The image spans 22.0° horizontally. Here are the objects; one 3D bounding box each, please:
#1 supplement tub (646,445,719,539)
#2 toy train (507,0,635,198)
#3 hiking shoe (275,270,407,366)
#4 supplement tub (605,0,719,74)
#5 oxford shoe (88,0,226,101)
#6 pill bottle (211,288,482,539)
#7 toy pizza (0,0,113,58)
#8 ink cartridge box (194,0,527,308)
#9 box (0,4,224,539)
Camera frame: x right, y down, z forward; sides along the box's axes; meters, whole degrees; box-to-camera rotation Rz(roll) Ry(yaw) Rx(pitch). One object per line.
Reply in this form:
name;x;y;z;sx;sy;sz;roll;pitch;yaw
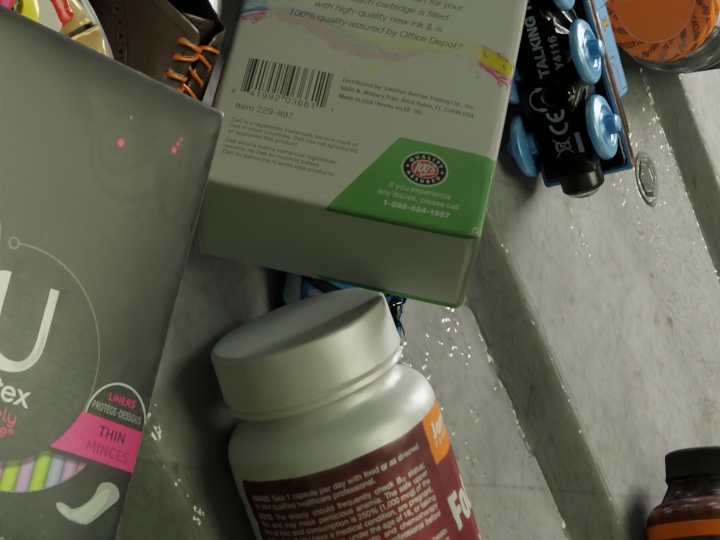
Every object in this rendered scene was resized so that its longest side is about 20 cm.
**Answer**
supplement tub;0.267;0.234;1.374;0.107;0.106;0.202;20;64;-54
toy train;0.140;-0.154;1.310;0.114;0.086;0.202;-39;114;-61
hiking shoe;0.000;0.000;1.035;0.074;0.086;0.202;-26;103;-57
supplement tub;0.277;-0.224;1.508;0.200;0.122;0.124;-17;95;-58
oxford shoe;-0.106;-0.094;0.909;0.071;0.072;0.202;8;74;-56
pill bottle;-0.002;0.119;0.971;0.114;0.113;0.201;-38;114;-55
toy pizza;-0.171;-0.066;0.804;0.199;0.032;0.202;7;81;-48
ink cartridge box;0.005;-0.098;0.959;0.088;0.144;0.201;96;6;-63
box;-0.149;0.013;0.721;0.122;0.106;0.202;23;73;-38
